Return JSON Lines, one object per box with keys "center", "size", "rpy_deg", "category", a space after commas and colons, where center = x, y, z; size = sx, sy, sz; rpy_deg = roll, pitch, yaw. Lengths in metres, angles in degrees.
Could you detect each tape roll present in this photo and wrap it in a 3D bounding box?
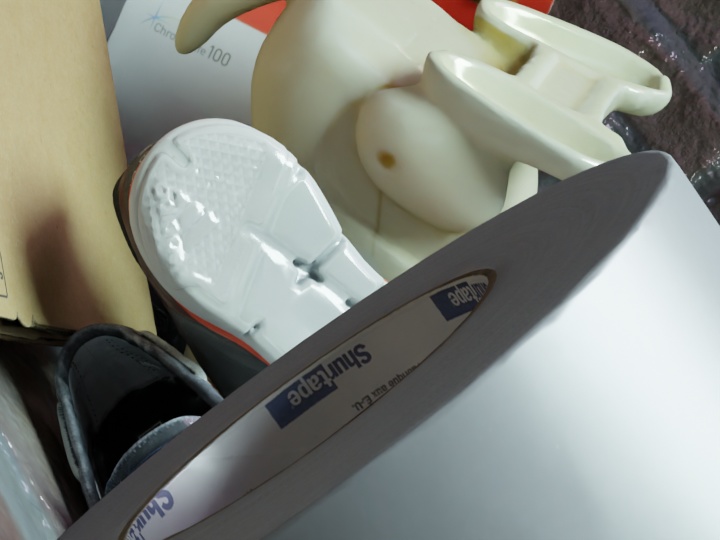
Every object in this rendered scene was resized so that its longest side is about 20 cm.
{"center": [0.006, 0.057, 0.551], "size": [0.066, 0.200, 0.200], "rpy_deg": [54, 2, -6], "category": "tape roll"}

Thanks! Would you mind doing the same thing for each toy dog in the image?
{"center": [0.000, 0.000, 0.900], "size": [0.193, 0.201, 0.140], "rpy_deg": [22, 22, -3], "category": "toy dog"}

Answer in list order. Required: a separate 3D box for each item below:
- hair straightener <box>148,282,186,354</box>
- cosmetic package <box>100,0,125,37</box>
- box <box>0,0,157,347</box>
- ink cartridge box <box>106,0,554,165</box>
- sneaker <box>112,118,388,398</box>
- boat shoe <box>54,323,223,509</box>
{"center": [-0.090, 0.038, 1.022], "size": [0.077, 0.041, 0.200], "rpy_deg": [50, 8, -20], "category": "hair straightener"}
{"center": [-0.100, -0.124, 1.128], "size": [0.083, 0.051, 0.200], "rpy_deg": [44, 6, -40], "category": "cosmetic package"}
{"center": [-0.122, -0.073, 0.846], "size": [0.163, 0.021, 0.201], "rpy_deg": [20, 58, -74], "category": "box"}
{"center": [-0.028, -0.067, 0.978], "size": [0.162, 0.200, 0.057], "rpy_deg": [26, 45, 3], "category": "ink cartridge box"}
{"center": [-0.013, 0.031, 0.827], "size": [0.200, 0.077, 0.082], "rpy_deg": [57, -18, -15], "category": "sneaker"}
{"center": [-0.048, 0.078, 0.756], "size": [0.068, 0.072, 0.200], "rpy_deg": [55, -1, -35], "category": "boat shoe"}
